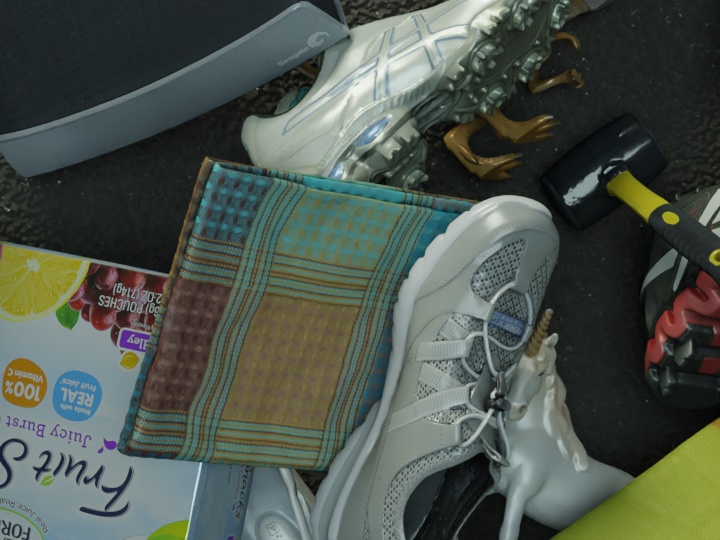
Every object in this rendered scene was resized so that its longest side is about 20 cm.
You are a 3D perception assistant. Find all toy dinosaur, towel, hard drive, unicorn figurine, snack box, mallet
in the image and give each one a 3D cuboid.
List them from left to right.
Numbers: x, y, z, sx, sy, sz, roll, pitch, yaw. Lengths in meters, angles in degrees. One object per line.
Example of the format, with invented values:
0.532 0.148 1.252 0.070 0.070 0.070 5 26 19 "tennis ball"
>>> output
-0.151 0.077 0.889 0.200 0.068 0.169 11 90 25 "snack box"
-0.116 -0.141 0.900 0.200 0.042 0.135 -21 79 19 "hard drive"
-0.010 0.029 0.835 0.200 0.022 0.147 8 103 -40 "towel"
0.053 -0.104 0.952 0.200 0.060 0.106 -20 70 -9 "toy dinosaur"
0.099 0.117 0.924 0.200 0.074 0.138 36 78 -39 "unicorn figurine"
0.141 -0.024 0.883 0.066 0.200 0.041 -34 113 7 "mallet"
0.186 0.118 0.880 0.200 0.018 0.086 -31 50 -21 "towel"

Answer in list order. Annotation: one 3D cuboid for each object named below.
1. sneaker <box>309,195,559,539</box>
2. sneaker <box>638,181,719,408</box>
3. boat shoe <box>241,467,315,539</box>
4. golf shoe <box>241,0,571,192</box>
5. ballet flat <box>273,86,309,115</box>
0.052 0.063 0.830 0.075 0.082 0.200 16 100 -40 "sneaker"
0.202 -0.023 0.903 0.071 0.098 0.201 12 131 -22 "sneaker"
-0.075 0.097 0.927 0.071 0.069 0.200 -40 91 -1 "boat shoe"
0.024 -0.109 0.885 0.097 0.078 0.200 39 73 24 "golf shoe"
0.000 0.000 0.938 0.072 0.072 0.200 -35 90 -3 "ballet flat"
